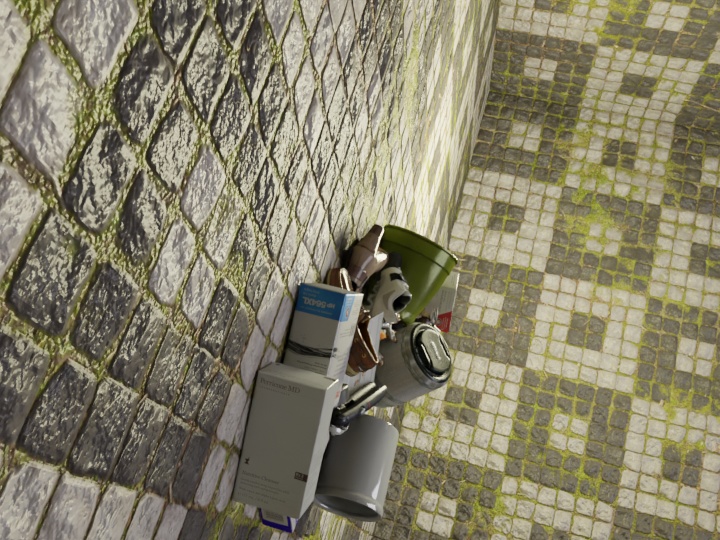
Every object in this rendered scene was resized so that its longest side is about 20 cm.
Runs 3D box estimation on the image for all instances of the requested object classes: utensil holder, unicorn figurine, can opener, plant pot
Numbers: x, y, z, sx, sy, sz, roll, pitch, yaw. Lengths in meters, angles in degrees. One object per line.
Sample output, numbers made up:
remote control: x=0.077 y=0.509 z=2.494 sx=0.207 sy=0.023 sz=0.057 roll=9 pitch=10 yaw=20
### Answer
utensil holder: x=-0.009 y=0.451 z=1.684 sx=0.170 sy=0.169 sz=0.201 roll=85 pitch=19 yaw=-58
unicorn figurine: x=0.012 y=0.150 z=1.608 sx=0.137 sy=0.074 sz=0.201 roll=49 pitch=46 yaw=-34
can opener: x=-0.004 y=0.257 z=1.429 sx=0.200 sy=0.063 sz=0.079 roll=-8 pitch=117 yaw=-56
plant pot: x=0.103 y=0.021 z=1.751 sx=0.194 sy=0.199 sz=0.200 roll=-63 pitch=167 yaw=-7

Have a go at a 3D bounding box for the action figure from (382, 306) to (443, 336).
action figure: x=0.113 y=0.134 z=1.832 sx=0.070 sy=0.199 sz=0.131 roll=87 pitch=21 yaw=-59

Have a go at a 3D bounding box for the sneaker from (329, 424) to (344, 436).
sneaker: x=-0.030 y=0.265 z=1.605 sx=0.200 sy=0.075 sz=0.116 roll=-55 pitch=152 yaw=-61

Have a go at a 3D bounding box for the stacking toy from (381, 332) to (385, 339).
stacking toy: x=0.102 y=0.243 z=1.902 sx=0.146 sy=0.199 sz=0.147 roll=14 pitch=90 yaw=-79

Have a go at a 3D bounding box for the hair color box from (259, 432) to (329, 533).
hair color box: x=-0.115 y=0.344 z=1.297 sx=0.110 sy=0.064 sz=0.201 roll=91 pitch=15 yaw=-45

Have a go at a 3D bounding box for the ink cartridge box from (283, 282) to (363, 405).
ink cartridge box: x=-0.067 y=0.127 z=1.225 sx=0.146 sy=0.084 sz=0.201 roll=11 pitch=93 yaw=-79

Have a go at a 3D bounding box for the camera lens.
camera lens: x=0.103 y=0.225 z=1.723 sx=0.200 sy=0.160 sz=0.160 roll=-31 pitch=-160 yaw=36

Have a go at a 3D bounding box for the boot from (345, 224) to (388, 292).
boot: x=0.000 y=0.000 z=1.497 sx=0.200 sy=0.070 sz=0.147 roll=91 pitch=24 yaw=-62

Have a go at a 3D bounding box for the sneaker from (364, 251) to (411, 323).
sneaker: x=0.076 y=0.042 z=1.598 sx=0.074 sy=0.088 sz=0.201 roll=75 pitch=28 yaw=-46

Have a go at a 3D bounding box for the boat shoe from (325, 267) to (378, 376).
boat shoe: x=-0.012 y=0.088 z=1.328 sx=0.072 sy=0.067 sz=0.201 roll=14 pitch=60 yaw=-62

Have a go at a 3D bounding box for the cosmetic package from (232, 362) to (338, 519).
cosmetic package: x=-0.110 y=0.250 z=1.089 sx=0.081 sy=0.112 sz=0.201 roll=-22 pitch=123 yaw=-77

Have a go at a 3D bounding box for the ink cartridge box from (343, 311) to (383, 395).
ink cartridge box: x=-0.030 y=0.187 z=1.443 sx=0.173 sy=0.043 sz=0.201 roll=-29 pitch=134 yaw=-49

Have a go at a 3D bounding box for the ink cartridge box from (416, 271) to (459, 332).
ink cartridge box: x=0.146 y=0.068 z=1.906 sx=0.083 sy=0.199 sz=0.148 roll=-69 pitch=167 yaw=-56
